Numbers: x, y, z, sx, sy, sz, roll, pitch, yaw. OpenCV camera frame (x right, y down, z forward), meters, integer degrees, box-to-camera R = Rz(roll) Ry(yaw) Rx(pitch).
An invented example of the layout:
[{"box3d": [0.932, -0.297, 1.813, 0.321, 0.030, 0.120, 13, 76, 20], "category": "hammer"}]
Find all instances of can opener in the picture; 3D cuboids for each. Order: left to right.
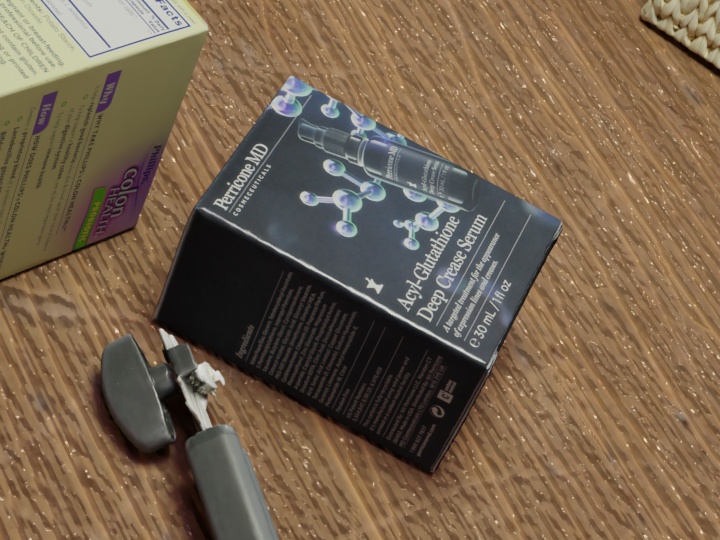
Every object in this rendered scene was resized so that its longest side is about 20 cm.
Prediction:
[{"box3d": [-0.088, 0.118, 1.227, 0.066, 0.053, 0.201, -28, 56, -1], "category": "can opener"}]

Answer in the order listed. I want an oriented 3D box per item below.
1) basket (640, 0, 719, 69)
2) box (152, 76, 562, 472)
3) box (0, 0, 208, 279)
[{"box3d": [0.348, -0.262, 1.668, 0.160, 0.201, 0.198, 33, 44, 11], "category": "basket"}, {"box3d": [0.000, 0.000, 1.328, 0.199, 0.107, 0.149, 28, 44, 3], "category": "box"}, {"box3d": [-0.212, -0.086, 1.261, 0.199, 0.176, 0.097, -23, 62, -38], "category": "box"}]
